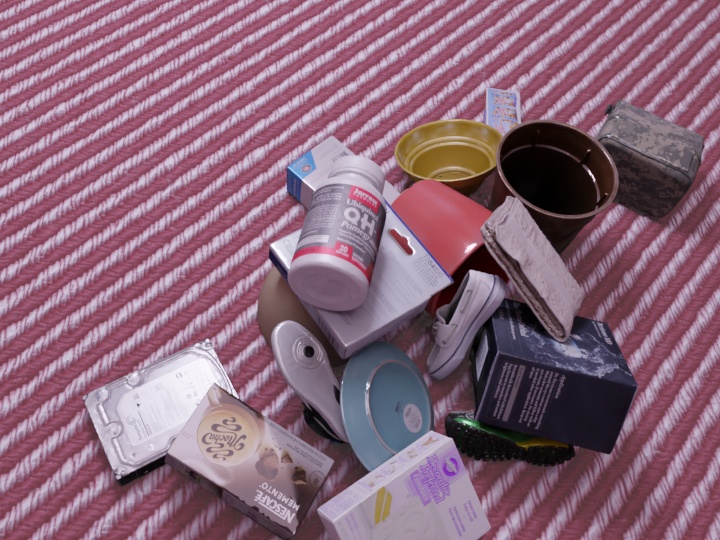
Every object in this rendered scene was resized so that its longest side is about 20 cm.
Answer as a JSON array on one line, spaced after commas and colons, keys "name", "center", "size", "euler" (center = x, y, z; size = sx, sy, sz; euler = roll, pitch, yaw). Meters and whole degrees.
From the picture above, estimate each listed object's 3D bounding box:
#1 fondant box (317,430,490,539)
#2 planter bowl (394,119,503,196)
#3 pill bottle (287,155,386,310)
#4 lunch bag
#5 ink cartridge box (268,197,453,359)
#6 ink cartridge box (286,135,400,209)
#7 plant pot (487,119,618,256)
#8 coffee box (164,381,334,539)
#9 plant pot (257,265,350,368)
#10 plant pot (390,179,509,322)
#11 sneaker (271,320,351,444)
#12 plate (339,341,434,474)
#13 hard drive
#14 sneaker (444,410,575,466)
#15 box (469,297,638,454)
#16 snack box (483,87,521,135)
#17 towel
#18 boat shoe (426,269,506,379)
[{"name": "fondant box", "center": [0.061, 0.331, 0.983], "size": [0.199, 0.058, 0.146], "euler": [-29, 100, -24]}, {"name": "planter bowl", "center": [0.162, -0.185, 1.328], "size": [0.197, 0.084, 0.202], "euler": [-5, 41, 4]}, {"name": "pill bottle", "center": [-0.024, -0.056, 1.012], "size": [0.109, 0.111, 0.202], "euler": [13, 57, 1]}, {"name": "lunch bag", "center": [0.534, -0.221, 1.384], "size": [0.198, 0.140, 0.169], "euler": [28, 59, 9]}, {"name": "ink cartridge box", "center": [0.000, 0.000, 1.071], "size": [0.199, 0.041, 0.200], "euler": [-28, 65, -23]}, {"name": "ink cartridge box", "center": [-0.022, -0.130, 1.293], "size": [0.200, 0.068, 0.115], "euler": [42, 62, 18]}, {"name": "plant pot", "center": [0.301, -0.111, 1.249], "size": [0.197, 0.199, 0.203], "euler": [3, 58, -5]}, {"name": "coffee box", "center": [-0.150, 0.260, 1.001], "size": [0.199, 0.080, 0.114], "euler": [33, 62, 0]}, {"name": "plant pot", "center": [-0.061, 0.033, 1.147], "size": [0.197, 0.135, 0.203], "euler": [4, 58, -6]}, {"name": "plant pot", "center": [0.136, -0.040, 1.197], "size": [0.199, 0.202, 0.177], "euler": [-30, 58, -23]}, {"name": "sneaker", "center": [-0.074, 0.171, 1.064], "size": [0.073, 0.112, 0.201], "euler": [-36, 90, -28]}, {"name": "plate", "center": [0.049, 0.197, 1.053], "size": [0.199, 0.025, 0.203], "euler": [24, 55, -40]}, {"name": "hard drive", "center": [-0.281, 0.200, 1.070], "size": [0.198, 0.038, 0.140], "euler": [-24, 64, -20]}, {"name": "sneaker", "center": [0.218, 0.235, 1.103], "size": [0.197, 0.078, 0.086], "euler": [10, 50, -12]}, {"name": "box", "center": [0.271, 0.144, 1.083], "size": [0.197, 0.119, 0.197], "euler": [14, 22, 0]}, {"name": "snack box", "center": [0.279, -0.276, 1.451], "size": [0.071, 0.024, 0.202], "euler": [7, 58, -2]}, {"name": "towel", "center": [0.254, -0.008, 1.072], "size": [0.201, 0.034, 0.133], "euler": [53, 38, -5]}, {"name": "boat shoe", "center": [0.141, 0.076, 1.114], "size": [0.066, 0.201, 0.074], "euler": [24, 28, -11]}]
